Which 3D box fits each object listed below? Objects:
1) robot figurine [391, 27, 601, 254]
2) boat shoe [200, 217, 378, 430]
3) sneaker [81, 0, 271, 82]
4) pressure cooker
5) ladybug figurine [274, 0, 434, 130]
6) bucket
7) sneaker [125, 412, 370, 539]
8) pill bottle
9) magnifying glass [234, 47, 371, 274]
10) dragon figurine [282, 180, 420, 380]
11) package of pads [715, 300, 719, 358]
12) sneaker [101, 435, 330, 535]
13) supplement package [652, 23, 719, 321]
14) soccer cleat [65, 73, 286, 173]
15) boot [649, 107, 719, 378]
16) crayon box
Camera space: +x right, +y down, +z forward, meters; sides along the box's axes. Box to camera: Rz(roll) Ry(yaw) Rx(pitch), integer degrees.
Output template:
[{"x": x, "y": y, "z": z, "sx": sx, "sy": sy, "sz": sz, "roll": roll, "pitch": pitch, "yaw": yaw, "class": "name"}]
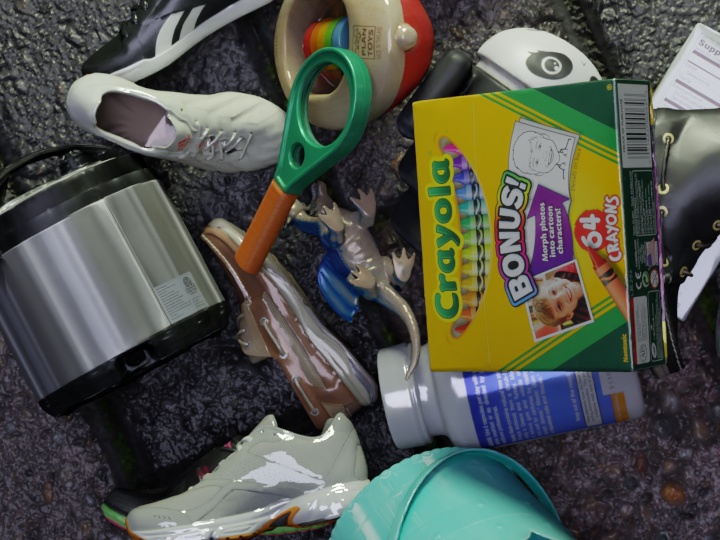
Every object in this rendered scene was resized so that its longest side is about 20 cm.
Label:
[{"x": 0.110, "y": -0.093, "z": 1.382, "sx": 0.125, "sy": 0.150, "sz": 0.200, "roll": 37, "pitch": 96, "yaw": 22, "class": "robot figurine"}, {"x": -0.070, "y": 0.045, "z": 1.434, "sx": 0.072, "sy": 0.076, "sz": 0.200, "roll": -40, "pitch": 84, "yaw": 2, "class": "boat shoe"}, {"x": -0.161, "y": -0.238, "z": 1.430, "sx": 0.199, "sy": 0.073, "sz": 0.112, "roll": -32, "pitch": 113, "yaw": -2, "class": "sneaker"}, {"x": -0.217, "y": -0.005, "z": 1.405, "sx": 0.178, "sy": 0.176, "sz": 0.201, "roll": -28, "pitch": 90, "yaw": 4, "class": "pressure cooker"}, {"x": -0.002, "y": -0.178, "z": 1.381, "sx": 0.072, "sy": 0.200, "sz": 0.137, "roll": -1, "pitch": 99, "yaw": -28, "class": "ladybug figurine"}, {"x": 0.078, "y": 0.243, "z": 1.344, "sx": 0.207, "sy": 0.207, "sz": 0.135, "roll": -47, "pitch": 41, "yaw": 6, "class": "bucket"}, {"x": -0.090, "y": 0.165, "z": 1.384, "sx": 0.199, "sy": 0.076, "sz": 0.092, "roll": -11, "pitch": 79, "yaw": -8, "class": "sneaker"}, {"x": 0.118, "y": 0.082, "z": 1.390, "sx": 0.199, "sy": 0.112, "sz": 0.113, "roll": -12, "pitch": 89, "yaw": 8, "class": "pill bottle"}, {"x": -0.047, "y": -0.081, "z": 1.345, "sx": 0.080, "sy": 0.022, "sz": 0.200, "roll": 53, "pitch": 125, "yaw": 37, "class": "magnifying glass"}, {"x": 0.000, "y": 0.000, "z": 1.403, "sx": 0.059, "sy": 0.099, "sz": 0.200, "roll": -29, "pitch": 78, "yaw": -18, "class": "dragon figurine"}, {"x": 0.375, "y": 0.056, "z": 1.330, "sx": 0.199, "sy": 0.155, "sz": 0.069, "roll": 2, "pitch": 96, "yaw": 8, "class": "package of pads"}, {"x": -0.114, "y": 0.180, "z": 1.450, "sx": 0.199, "sy": 0.077, "sz": 0.084, "roll": -6, "pitch": 83, "yaw": -2, "class": "sneaker"}, {"x": 0.255, "y": -0.075, "z": 1.369, "sx": 0.109, "sy": 0.114, "sz": 0.201, "roll": 31, "pitch": 94, "yaw": 6, "class": "supplement package"}, {"x": -0.138, "y": -0.113, "z": 1.407, "sx": 0.199, "sy": 0.078, "sz": 0.070, "roll": 9, "pitch": 106, "yaw": -25, "class": "soccer cleat"}, {"x": 0.258, "y": -0.031, "z": 1.278, "sx": 0.150, "sy": 0.073, "sz": 0.201, "roll": -11, "pitch": 85, "yaw": 8, "class": "boot"}, {"x": 0.126, "y": -0.029, "z": 1.256, "sx": 0.172, "sy": 0.058, "sz": 0.201, "roll": -3, "pitch": 91, "yaw": 37, "class": "crayon box"}]
